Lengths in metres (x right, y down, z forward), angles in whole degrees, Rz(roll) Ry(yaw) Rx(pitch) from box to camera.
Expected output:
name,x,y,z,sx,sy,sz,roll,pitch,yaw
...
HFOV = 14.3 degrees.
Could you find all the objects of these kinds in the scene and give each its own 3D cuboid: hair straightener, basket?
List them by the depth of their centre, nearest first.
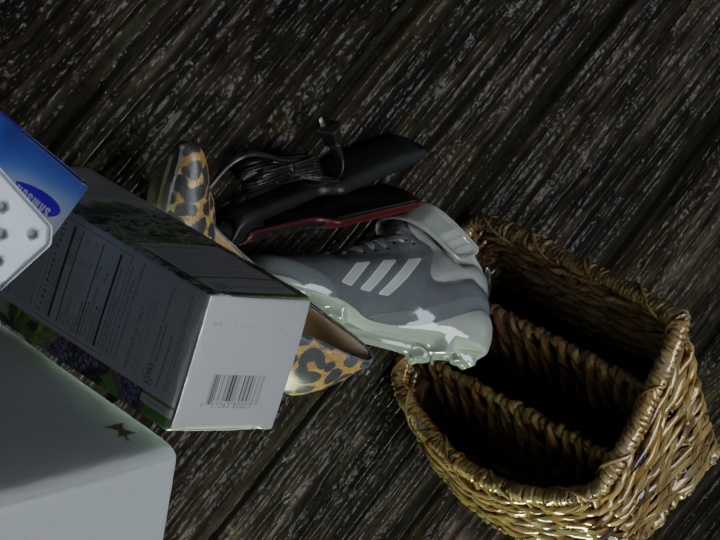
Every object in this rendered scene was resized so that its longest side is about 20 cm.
name,x,y,z,sx,sy,sz,roll,pitch,yaw
hair straightener,-0.038,-0.061,1.764,0.200,0.041,0.077,-12,121,-38
basket,0.114,0.080,1.879,0.143,0.200,0.149,-43,140,-21

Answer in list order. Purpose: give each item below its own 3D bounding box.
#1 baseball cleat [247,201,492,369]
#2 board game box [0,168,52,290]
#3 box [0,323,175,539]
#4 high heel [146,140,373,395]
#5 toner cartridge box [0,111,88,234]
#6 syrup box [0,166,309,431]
name,x,y,z,sx,sy,sz,roll,pitch,yaw
baseball cleat,0.000,0.000,1.825,0.200,0.070,0.107,19,65,-38
board game box,-0.282,-0.022,1.375,0.200,0.026,0.200,-42,116,-5
box,-0.241,0.145,1.535,0.199,0.200,0.171,-13,124,-42
high heel,-0.056,-0.004,1.681,0.142,0.071,0.200,3,138,-5
toner cartridge box,-0.233,-0.089,1.482,0.043,0.095,0.200,-54,140,-5
syrup box,-0.129,0.012,1.572,0.079,0.200,0.082,3,109,-48
